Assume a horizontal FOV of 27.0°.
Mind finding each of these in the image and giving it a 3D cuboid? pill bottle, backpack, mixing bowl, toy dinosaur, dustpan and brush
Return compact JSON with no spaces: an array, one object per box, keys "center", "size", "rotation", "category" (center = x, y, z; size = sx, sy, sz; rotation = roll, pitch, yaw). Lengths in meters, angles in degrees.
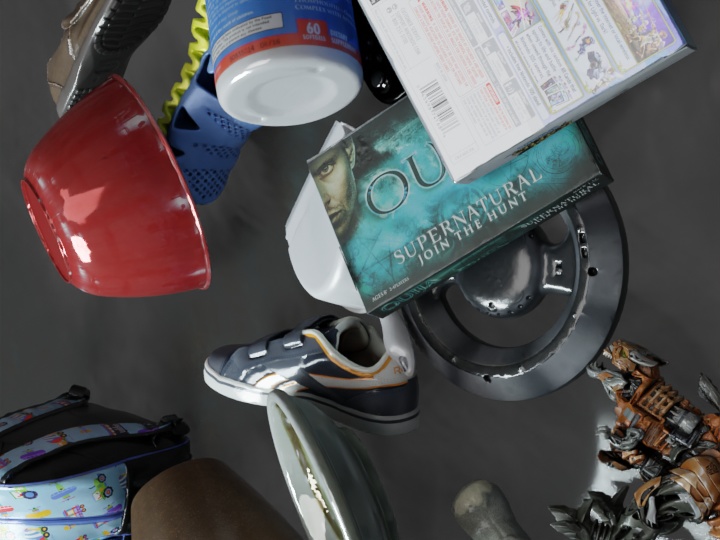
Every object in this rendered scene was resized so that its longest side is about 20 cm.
[{"center":[-0.065,-0.222,1.145],"size":[0.112,0.112,0.200],"rotation":[-27,64,41],"category":"pill bottle"},{"center":[-0.276,0.198,1.370],"size":[0.182,0.200,0.135],"rotation":[12,106,38],"category":"backpack"},{"center":[-0.218,-0.054,1.274],"size":[0.200,0.108,0.200],"rotation":[55,161,30],"category":"mixing bowl"},{"center":[0.208,0.148,1.015],"size":[0.136,0.102,0.200],"rotation":[-40,50,21],"category":"toy dinosaur"},{"center":[0.000,0.000,1.165],"size":[0.140,0.057,0.200],"rotation":[119,150,-42],"category":"dustpan and brush"}]

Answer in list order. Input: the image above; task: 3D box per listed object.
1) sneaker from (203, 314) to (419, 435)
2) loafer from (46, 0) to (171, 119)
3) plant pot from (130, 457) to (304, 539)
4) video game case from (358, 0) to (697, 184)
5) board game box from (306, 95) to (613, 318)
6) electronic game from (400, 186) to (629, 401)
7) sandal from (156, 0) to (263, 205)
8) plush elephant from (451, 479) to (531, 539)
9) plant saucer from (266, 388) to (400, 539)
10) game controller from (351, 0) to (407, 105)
[{"center":[-0.039,0.072,1.222],"size":[0.200,0.078,0.080],"rotation":[10,110,28],"category":"sneaker"},{"center":[-0.235,-0.220,1.337],"size":[0.071,0.073,0.200],"rotation":[53,127,19],"category":"loafer"},{"center":[-0.115,0.267,1.276],"size":[0.187,0.187,0.200],"rotation":[-56,51,33],"category":"plant pot"},{"center":[0.099,-0.189,1.013],"size":[0.181,0.045,0.200],"rotation":[-30,83,22],"category":"video game case"},{"center":[0.066,-0.072,1.077],"size":[0.200,0.028,0.135],"rotation":[-32,65,21],"category":"board game box"},{"center":[0.106,-0.004,1.101],"size":[0.200,0.042,0.200],"rotation":[1,92,39],"category":"electronic game"},{"center":[-0.109,-0.140,1.243],"size":[0.087,0.079,0.200],"rotation":[33,120,28],"category":"sandal"},{"center":[0.085,0.286,1.100],"size":[0.200,0.155,0.165],"rotation":[41,122,29],"category":"plush elephant"},{"center":[-0.013,0.178,1.151],"size":[0.200,0.050,0.200],"rotation":[159,90,-78],"category":"plant saucer"},{"center":[0.055,-0.216,1.106],"size":[0.200,0.042,0.104],"rotation":[-47,68,36],"category":"game controller"}]
